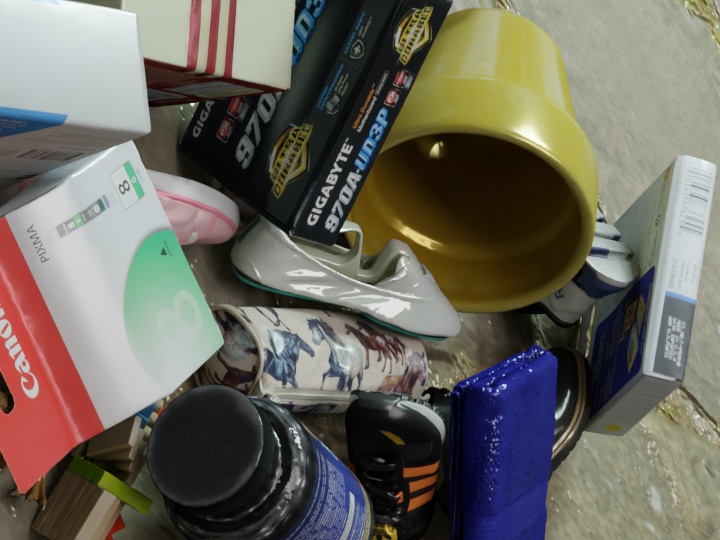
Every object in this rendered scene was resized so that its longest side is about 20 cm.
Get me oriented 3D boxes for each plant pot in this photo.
[{"bbox_3d":[0.093,-0.100,1.846,0.201,0.200,0.190,46,35,-29],"label":"plant pot"}]

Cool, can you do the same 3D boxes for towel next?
[{"bbox_3d":[0.104,0.167,1.775,0.148,0.049,0.202,-22,119,-64],"label":"towel"}]

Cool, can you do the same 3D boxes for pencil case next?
[{"bbox_3d":[-0.034,0.073,1.735,0.199,0.078,0.090,5,49,-46],"label":"pencil case"}]

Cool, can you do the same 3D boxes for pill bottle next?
[{"bbox_3d":[-0.071,0.153,1.606,0.200,0.111,0.113,51,43,-60],"label":"pill bottle"}]

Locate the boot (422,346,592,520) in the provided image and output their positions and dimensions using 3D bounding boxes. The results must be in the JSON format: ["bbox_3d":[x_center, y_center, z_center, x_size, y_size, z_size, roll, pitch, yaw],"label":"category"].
[{"bbox_3d":[0.106,0.112,1.884,0.138,0.077,0.201,44,51,-24],"label":"boot"}]

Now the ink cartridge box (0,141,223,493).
[{"bbox_3d":[-0.182,0.024,1.495,0.200,0.050,0.162,-46,117,-54],"label":"ink cartridge box"}]

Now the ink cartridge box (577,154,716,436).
[{"bbox_3d":[0.233,0.032,1.947,0.047,0.200,0.199,14,67,-7],"label":"ink cartridge box"}]

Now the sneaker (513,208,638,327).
[{"bbox_3d":[0.151,-0.028,1.959,0.080,0.115,0.200,14,40,-35],"label":"sneaker"}]

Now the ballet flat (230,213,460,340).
[{"bbox_3d":[0.000,0.000,1.746,0.199,0.069,0.070,17,67,-24],"label":"ballet flat"}]

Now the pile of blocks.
[{"bbox_3d":[-0.157,0.114,1.596,0.062,0.082,0.201,36,56,-34],"label":"pile of blocks"}]

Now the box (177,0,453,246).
[{"bbox_3d":[-0.035,-0.140,1.669,0.046,0.159,0.201,16,105,-44],"label":"box"}]

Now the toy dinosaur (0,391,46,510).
[{"bbox_3d":[-0.214,0.097,1.543,0.200,0.060,0.107,-36,150,-76],"label":"toy dinosaur"}]

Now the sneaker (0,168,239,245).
[{"bbox_3d":[-0.173,-0.022,1.622,0.199,0.075,0.106,19,72,-42],"label":"sneaker"}]

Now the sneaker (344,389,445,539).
[{"bbox_3d":[0.024,0.161,1.727,0.200,0.069,0.091,75,25,-63],"label":"sneaker"}]

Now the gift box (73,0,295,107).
[{"bbox_3d":[-0.146,-0.220,1.628,0.199,0.184,0.188,7,84,-49],"label":"gift box"}]

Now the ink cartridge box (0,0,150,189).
[{"bbox_3d":[-0.252,-0.107,1.465,0.144,0.199,0.085,4,75,-46],"label":"ink cartridge box"}]

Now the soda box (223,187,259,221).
[{"bbox_3d":[-0.047,-0.133,1.780,0.063,0.068,0.201,28,62,-39],"label":"soda box"}]
